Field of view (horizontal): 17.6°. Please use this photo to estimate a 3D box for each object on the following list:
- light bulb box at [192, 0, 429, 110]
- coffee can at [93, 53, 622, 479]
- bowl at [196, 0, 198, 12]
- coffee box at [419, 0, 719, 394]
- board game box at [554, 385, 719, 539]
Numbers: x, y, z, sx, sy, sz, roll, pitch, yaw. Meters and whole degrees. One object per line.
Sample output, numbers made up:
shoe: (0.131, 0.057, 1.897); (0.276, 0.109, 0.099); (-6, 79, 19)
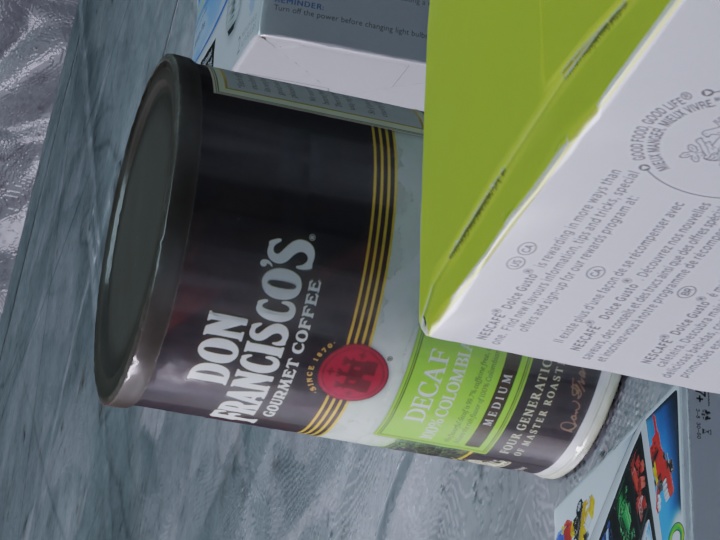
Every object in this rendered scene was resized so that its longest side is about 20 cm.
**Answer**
light bulb box: (-0.014, -0.177, 1.314); (0.198, 0.124, 0.202); (134, 143, -66)
coffee can: (0.000, 0.000, 0.980); (0.146, 0.198, 0.148); (-170, 90, -76)
bowl: (-0.050, -0.249, 1.606); (0.200, 0.074, 0.201); (-120, 42, -70)
coffee box: (0.135, -0.098, 0.532); (0.200, 0.196, 0.201); (124, 153, -57)
board game box: (0.103, 0.153, 0.802); (0.126, 0.034, 0.202); (123, 153, -58)
